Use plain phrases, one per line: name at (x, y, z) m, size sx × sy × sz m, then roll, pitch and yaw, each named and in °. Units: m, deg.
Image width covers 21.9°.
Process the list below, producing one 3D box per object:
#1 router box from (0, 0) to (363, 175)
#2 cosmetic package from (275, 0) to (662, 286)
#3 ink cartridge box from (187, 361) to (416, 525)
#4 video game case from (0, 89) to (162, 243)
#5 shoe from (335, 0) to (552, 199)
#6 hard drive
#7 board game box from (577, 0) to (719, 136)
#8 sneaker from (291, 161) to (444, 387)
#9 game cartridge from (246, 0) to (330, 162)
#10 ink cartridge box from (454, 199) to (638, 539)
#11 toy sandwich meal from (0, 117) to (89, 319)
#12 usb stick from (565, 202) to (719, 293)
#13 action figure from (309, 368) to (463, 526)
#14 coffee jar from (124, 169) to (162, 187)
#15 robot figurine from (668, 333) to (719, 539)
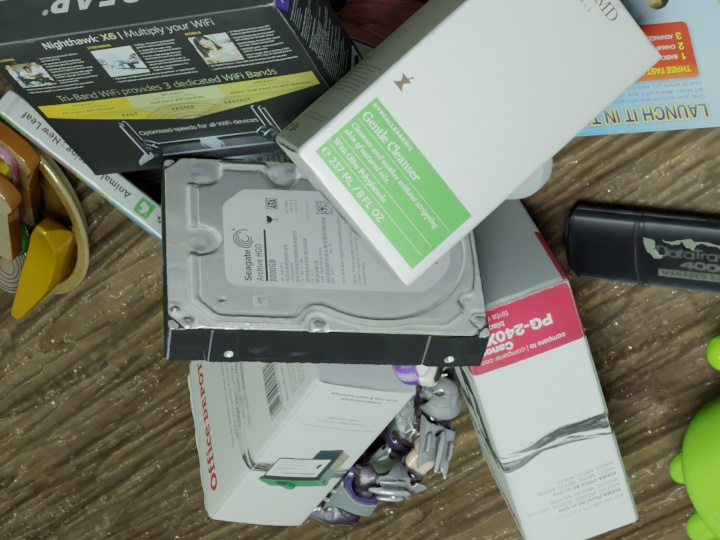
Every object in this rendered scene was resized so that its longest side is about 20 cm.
router box at (-0.109, -0.126, 1.137) m, size 0.198 × 0.053 × 0.157 m, roll -5°, pitch 152°, yaw 20°
cosmetic package at (0.061, -0.100, 1.079) m, size 0.108 × 0.200 × 0.085 m, roll 48°, pitch 178°, yaw -15°
ink cartridge box at (-0.049, 0.080, 1.386) m, size 0.084 × 0.147 × 0.200 m, roll 8°, pitch 142°, yaw -26°
video game case at (-0.175, -0.057, 1.363) m, size 0.181 × 0.022 × 0.200 m, roll 38°, pitch 177°, yaw 1°
shoe at (0.051, -0.121, 1.211) m, size 0.199 × 0.091 × 0.072 m, roll 26°, pitch 135°, yaw 21°
hard drive at (-0.025, -0.007, 1.160) m, size 0.198 × 0.141 × 0.038 m, roll 2°, pitch 140°, yaw -9°
board game box at (0.173, -0.184, 1.126) m, size 0.198 × 0.056 × 0.197 m, roll -1°, pitch 122°, yaw 32°
sneaker at (0.000, 0.000, 1.250) m, size 0.083 × 0.201 × 0.081 m, roll -24°, pitch 147°, yaw -3°
game cartridge at (-0.077, -0.127, 1.272) m, size 0.040 × 0.132 × 0.202 m, roll 37°, pitch 144°, yaw 49°
ink cartridge box at (0.113, 0.073, 1.281) m, size 0.083 × 0.145 × 0.202 m, roll -20°, pitch 117°, yaw -2°
toy sandwich meal at (-0.298, -0.048, 1.478) m, size 0.204 × 0.070 × 0.206 m, roll 25°, pitch 140°, yaw 23°
usb stick at (0.230, -0.011, 1.236) m, size 0.198 × 0.033 × 0.056 m, roll 7°, pitch 119°, yaw 27°
action figure at (0.024, 0.128, 1.407) m, size 0.069 × 0.131 × 0.200 m, roll 26°, pitch 141°, yaw -9°
coffee jar at (-0.137, -0.153, 1.313) m, size 0.103 × 0.085 × 0.202 m, roll 15°, pitch 129°, yaw 32°
robot figurine at (0.293, 0.120, 1.228) m, size 0.200 × 0.115 × 0.177 m, roll -37°, pitch 60°, yaw 51°
